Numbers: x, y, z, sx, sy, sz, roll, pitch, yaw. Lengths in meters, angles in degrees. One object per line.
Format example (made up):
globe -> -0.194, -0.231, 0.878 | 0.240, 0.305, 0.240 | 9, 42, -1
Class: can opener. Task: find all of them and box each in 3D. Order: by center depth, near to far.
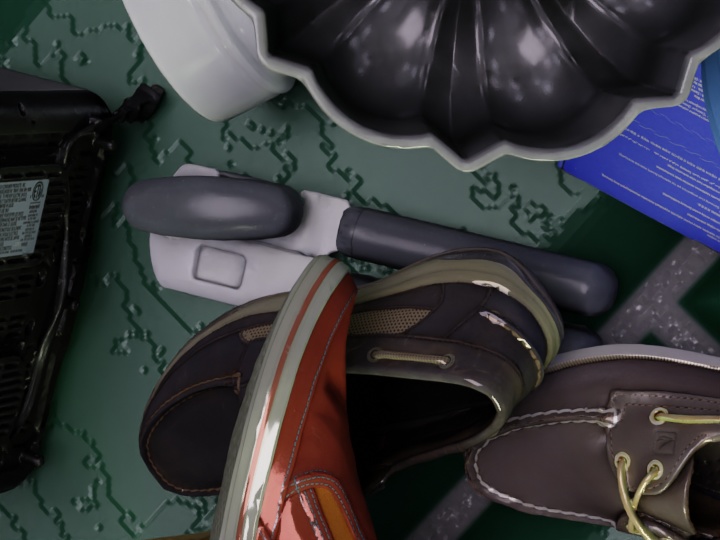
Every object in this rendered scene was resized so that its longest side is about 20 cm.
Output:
can opener -> 0.000, 0.000, 1.042 | 0.199, 0.067, 0.054 | 13, 93, 19

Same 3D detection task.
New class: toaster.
toaster -> -0.190, 0.000, 1.051 | 0.118, 0.200, 0.182 | 19, 102, 21

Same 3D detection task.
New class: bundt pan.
bundt pan -> 0.041, -0.136, 0.901 | 0.201, 0.076, 0.203 | 0, 93, -4

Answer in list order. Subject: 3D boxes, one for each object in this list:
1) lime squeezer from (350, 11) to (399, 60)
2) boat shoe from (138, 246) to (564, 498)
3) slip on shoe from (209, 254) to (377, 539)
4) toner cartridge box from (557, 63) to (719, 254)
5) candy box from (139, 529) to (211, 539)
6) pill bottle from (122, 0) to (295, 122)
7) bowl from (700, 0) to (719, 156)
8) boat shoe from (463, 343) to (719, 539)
lime squeezer -> 0.002, -0.109, 0.959 | 0.071, 0.038, 0.200 | -38, 97, -14
boat shoe -> -0.015, 0.051, 1.015 | 0.200, 0.073, 0.075 | -24, 115, 35
slip on shoe -> -0.022, 0.093, 0.938 | 0.061, 0.074, 0.201 | 10, 71, -5
toner cartridge box -> 0.176, -0.037, 0.973 | 0.200, 0.043, 0.095 | 30, 140, 17
candy box -> 0.006, 0.149, 1.009 | 0.199, 0.115, 0.056 | 10, 90, 18
pill bottle -> 0.009, -0.142, 1.020 | 0.199, 0.114, 0.114 | -26, 80, 16
bowl -> 0.219, -0.078, 0.906 | 0.200, 0.039, 0.202 | -3, 70, 7
boat shoe -> 0.130, 0.073, 0.990 | 0.199, 0.060, 0.072 | 0, 124, 17
